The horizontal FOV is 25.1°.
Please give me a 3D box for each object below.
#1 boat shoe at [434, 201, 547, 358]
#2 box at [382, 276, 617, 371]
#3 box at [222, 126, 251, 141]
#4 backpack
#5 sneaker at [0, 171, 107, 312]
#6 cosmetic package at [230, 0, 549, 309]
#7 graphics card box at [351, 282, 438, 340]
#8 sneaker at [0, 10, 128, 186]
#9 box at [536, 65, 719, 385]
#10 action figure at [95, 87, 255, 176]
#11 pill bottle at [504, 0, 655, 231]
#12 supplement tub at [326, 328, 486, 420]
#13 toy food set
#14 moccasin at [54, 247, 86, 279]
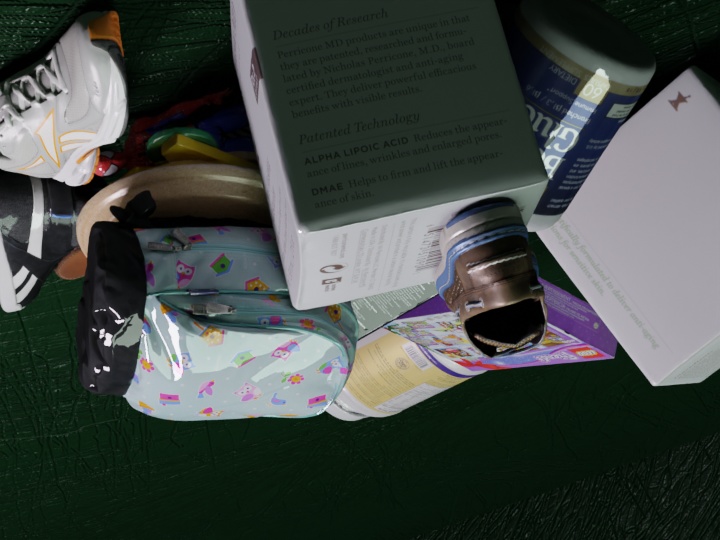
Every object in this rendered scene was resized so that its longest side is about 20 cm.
[{"bbox_3d":[0.088,0.021,1.077,0.072,0.073,0.200,-17,163,6],"label":"boat shoe"},{"bbox_3d":[0.125,0.048,1.511,0.136,0.039,0.199,27,158,-32],"label":"box"},{"bbox_3d":[-0.022,-0.096,1.302,0.199,0.069,0.082,-12,162,-6],"label":"box"},{"bbox_3d":[-0.102,0.036,1.181,0.199,0.127,0.167,3,147,-16],"label":"backpack"},{"bbox_3d":[-0.251,-0.023,1.337,0.111,0.074,0.200,-10,160,-9],"label":"sneaker"},{"bbox_3d":[0.012,-0.104,1.087,0.164,0.201,0.165,-13,162,-8],"label":"cosmetic package"},{"bbox_3d":[0.000,0.000,1.447,0.199,0.126,0.051,-31,125,20],"label":"graphics card box"},{"bbox_3d":[-0.217,-0.112,1.108,0.091,0.076,0.200,-1,157,-23],"label":"sneaker"},{"bbox_3d":[0.294,-0.033,1.411,0.200,0.199,0.171,-41,162,17],"label":"box"},{"bbox_3d":[-0.107,-0.102,1.232,0.199,0.066,0.052,-14,-176,-3],"label":"action figure"},{"bbox_3d":[0.124,-0.100,1.210,0.111,0.111,0.201,3,128,-41],"label":"pill bottle"},{"bbox_3d":[0.043,0.070,1.722,0.145,0.146,0.199,5,154,-45],"label":"supplement tub"},{"bbox_3d":[-0.116,-0.033,1.234,0.199,0.049,0.198,22,142,-36],"label":"toy food set"},{"bbox_3d":[-0.174,-0.020,1.389,0.200,0.078,0.074,-12,165,14],"label":"moccasin"}]
